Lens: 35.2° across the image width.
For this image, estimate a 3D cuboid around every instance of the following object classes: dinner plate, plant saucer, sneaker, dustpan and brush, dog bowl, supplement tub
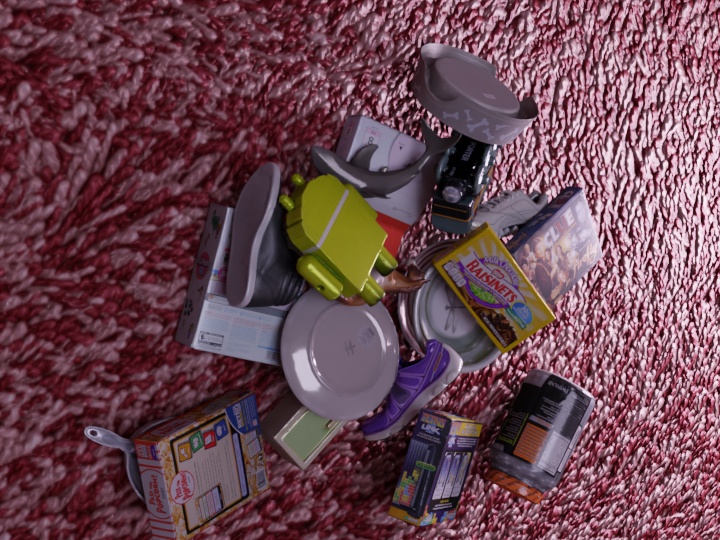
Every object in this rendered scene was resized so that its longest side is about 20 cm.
[{"bbox_3d":[-0.022,0.114,1.626,0.200,0.024,0.200,6,80,-34],"label":"dinner plate"},{"bbox_3d":[0.155,0.058,1.770,0.200,0.050,0.200,-4,98,-29],"label":"plant saucer"},{"bbox_3d":[0.220,-0.091,1.798,0.200,0.075,0.081,-4,113,-37],"label":"sneaker"},{"bbox_3d":[-0.295,0.246,1.548,0.200,0.057,0.140,29,81,-30],"label":"dustpan and brush"},{"bbox_3d":[0.140,0.048,1.803,0.200,0.024,0.200,-4,98,-31],"label":"dinner plate"},{"bbox_3d":[-0.118,-0.042,1.547,0.099,0.071,0.200,14,84,-43],"label":"sneaker"},{"bbox_3d":[0.165,-0.260,1.690,0.200,0.200,0.059,9,125,-31],"label":"dog bowl"},{"bbox_3d":[0.068,0.179,1.725,0.083,0.081,0.200,45,108,4],"label":"sneaker"},{"bbox_3d":[0.291,0.273,1.862,0.122,0.123,0.200,33,80,-29],"label":"supplement tub"}]

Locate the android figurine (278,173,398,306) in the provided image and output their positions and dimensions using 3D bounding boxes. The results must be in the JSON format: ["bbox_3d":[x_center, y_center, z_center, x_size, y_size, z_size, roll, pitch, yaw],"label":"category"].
[{"bbox_3d":[-0.032,-0.047,1.546,0.200,0.041,0.182,44,45,-22],"label":"android figurine"}]

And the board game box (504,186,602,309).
[{"bbox_3d":[0.304,-0.026,1.813,0.200,0.035,0.136,-41,122,-31],"label":"board game box"}]

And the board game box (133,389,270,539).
[{"bbox_3d":[-0.213,0.268,1.564,0.200,0.046,0.152,-23,108,-52],"label":"board game box"}]

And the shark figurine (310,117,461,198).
[{"bbox_3d":[0.041,-0.133,1.636,0.214,0.090,0.128,-14,118,-18],"label":"shark figurine"}]

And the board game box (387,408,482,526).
[{"bbox_3d":[0.117,0.300,1.740,0.200,0.057,0.166,27,78,-69],"label":"board game box"}]

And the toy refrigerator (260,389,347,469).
[{"bbox_3d":[-0.052,0.192,1.680,0.200,0.070,0.076,-47,116,-18],"label":"toy refrigerator"}]

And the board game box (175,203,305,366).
[{"bbox_3d":[-0.160,0.021,1.600,0.147,0.064,0.200,15,89,-32],"label":"board game box"}]

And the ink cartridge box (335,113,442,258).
[{"bbox_3d":[0.026,-0.112,1.702,0.162,0.057,0.200,20,81,-31],"label":"ink cartridge box"}]

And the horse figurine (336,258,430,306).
[{"bbox_3d":[0.000,0.000,1.623,0.200,0.050,0.133,-27,84,-50],"label":"horse figurine"}]

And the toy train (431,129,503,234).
[{"bbox_3d":[0.159,-0.144,1.717,0.200,0.085,0.114,-62,161,-49],"label":"toy train"}]

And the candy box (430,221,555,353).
[{"bbox_3d":[0.204,0.028,1.728,0.102,0.026,0.200,-36,115,7],"label":"candy box"}]
